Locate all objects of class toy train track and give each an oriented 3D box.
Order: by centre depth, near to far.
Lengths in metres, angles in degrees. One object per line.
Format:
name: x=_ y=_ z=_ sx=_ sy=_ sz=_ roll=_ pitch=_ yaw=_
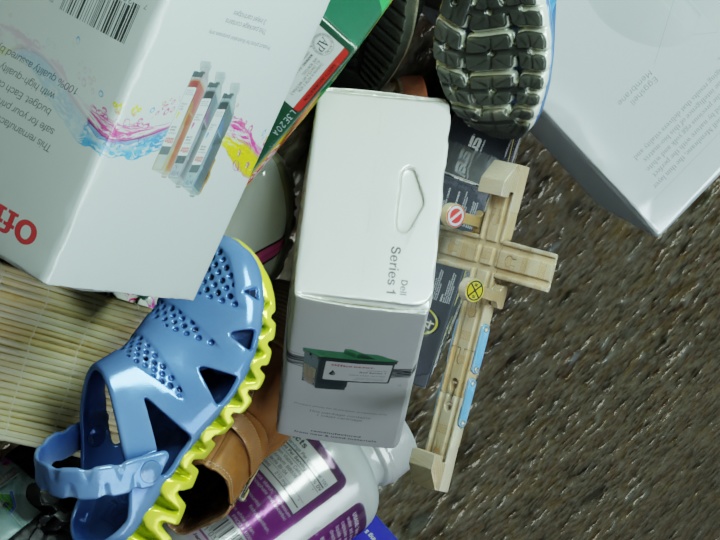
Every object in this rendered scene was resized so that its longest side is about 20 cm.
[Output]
toy train track: x=0.058 y=0.031 z=1.694 sx=0.032 sy=0.114 sz=0.201 roll=13 pitch=91 yaw=-36

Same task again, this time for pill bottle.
pill bottle: x=-0.058 y=0.163 z=2.032 sx=0.200 sy=0.112 sz=0.113 roll=-36 pitch=152 yaw=-20

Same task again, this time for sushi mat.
sushi mat: x=-0.188 y=0.049 z=1.578 sx=0.200 sy=0.012 sz=0.096 roll=19 pitch=86 yaw=-55

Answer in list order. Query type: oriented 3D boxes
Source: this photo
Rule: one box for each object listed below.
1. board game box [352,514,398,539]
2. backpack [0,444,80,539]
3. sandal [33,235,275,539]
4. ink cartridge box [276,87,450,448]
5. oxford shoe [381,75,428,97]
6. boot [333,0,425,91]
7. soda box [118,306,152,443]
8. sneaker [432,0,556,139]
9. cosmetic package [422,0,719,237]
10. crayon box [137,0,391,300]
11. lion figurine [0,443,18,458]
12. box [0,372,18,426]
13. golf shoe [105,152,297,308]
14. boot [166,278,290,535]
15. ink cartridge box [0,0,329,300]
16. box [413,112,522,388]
board game box: x=-0.068 y=0.241 z=2.080 sx=0.200 sy=0.152 sz=0.045 roll=-38 pitch=161 yaw=-18
backpack: x=-0.228 y=0.205 z=1.672 sx=0.200 sy=0.126 sz=0.167 roll=-35 pitch=124 yaw=-14
sandal: x=-0.116 y=0.069 z=1.574 sx=0.087 sy=0.079 sz=0.201 roll=32 pitch=79 yaw=-41
ink cartridge box: x=0.000 y=0.000 z=1.728 sx=0.200 sy=0.084 sz=0.147 roll=99 pitch=-3 yaw=-62
oxford shoe: x=-0.001 y=-0.065 z=1.870 sx=0.072 sy=0.072 sz=0.200 roll=-4 pitch=150 yaw=-9
boot: x=0.048 y=-0.204 z=1.721 sx=0.138 sy=0.077 sz=0.201 roll=-31 pitch=152 yaw=-39
soda box: x=-0.172 y=0.055 z=1.689 sx=0.199 sy=0.068 sz=0.064 roll=14 pitch=118 yaw=-39
sneaker: x=0.095 y=-0.176 z=1.660 sx=0.089 sy=0.078 sz=0.201 roll=-23 pitch=120 yaw=-56
cosmetic package: x=0.176 y=-0.168 z=1.792 sx=0.199 sy=0.200 sz=0.123 roll=-45 pitch=-162 yaw=-2
crayon box: x=-0.061 y=-0.097 z=1.606 sx=0.200 sy=0.058 sz=0.173 roll=-48 pitch=-176 yaw=25
lion figurine: x=-0.260 y=0.134 z=1.725 sx=0.122 sy=0.073 sz=0.200 roll=-36 pitch=159 yaw=1
box: x=-0.262 y=0.027 z=1.531 sx=0.110 sy=0.035 sz=0.201 roll=-32 pitch=127 yaw=-27
golf shoe: x=-0.111 y=0.007 z=1.776 sx=0.092 sy=0.073 sz=0.201 roll=-1 pitch=130 yaw=-54
boot: x=-0.084 y=0.116 z=1.876 sx=0.200 sy=0.076 sz=0.156 roll=119 pitch=-5 yaw=-56
ink cartridge box: x=-0.135 y=-0.104 z=1.453 sx=0.144 sy=0.145 sz=0.201 roll=10 pitch=108 yaw=-60
box: x=0.069 y=-0.043 z=1.924 sx=0.201 sy=0.049 sz=0.162 roll=106 pitch=5 yaw=-46
